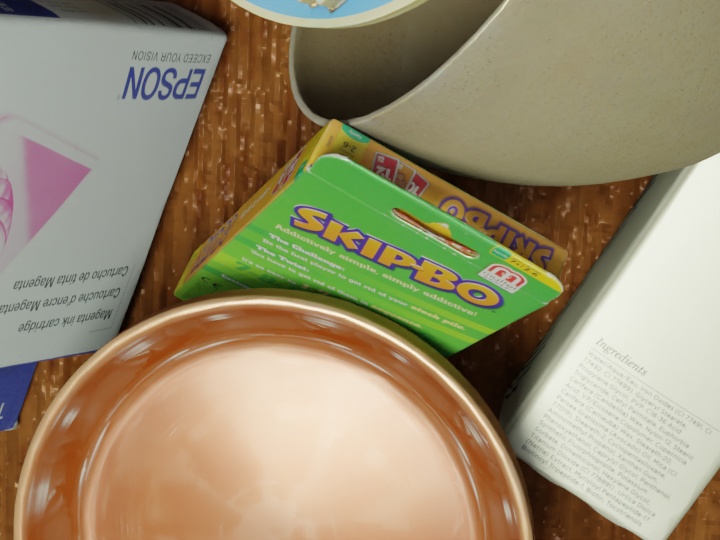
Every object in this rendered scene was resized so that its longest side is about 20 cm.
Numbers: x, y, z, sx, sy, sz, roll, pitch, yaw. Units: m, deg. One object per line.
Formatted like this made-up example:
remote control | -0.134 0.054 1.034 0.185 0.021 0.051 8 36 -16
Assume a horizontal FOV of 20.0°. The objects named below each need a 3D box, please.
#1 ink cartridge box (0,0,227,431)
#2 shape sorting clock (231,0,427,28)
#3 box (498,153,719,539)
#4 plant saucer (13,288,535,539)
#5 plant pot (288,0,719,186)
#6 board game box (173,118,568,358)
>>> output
ink cartridge box | -0.144 -0.008 0.768 0.043 0.196 0.201 26 106 23
shape sorting clock | -0.010 -0.181 0.679 0.199 0.039 0.201 6 98 44
box | 0.139 0.001 0.797 0.082 0.068 0.200 34 105 -2
plant saucer | -0.032 0.104 0.778 0.199 0.032 0.201 2 103 8
plant pot | 0.085 -0.110 0.731 0.134 0.200 0.201 28 107 -25
board game box | 0.000 0.000 0.755 0.095 0.200 0.030 29 71 -11
